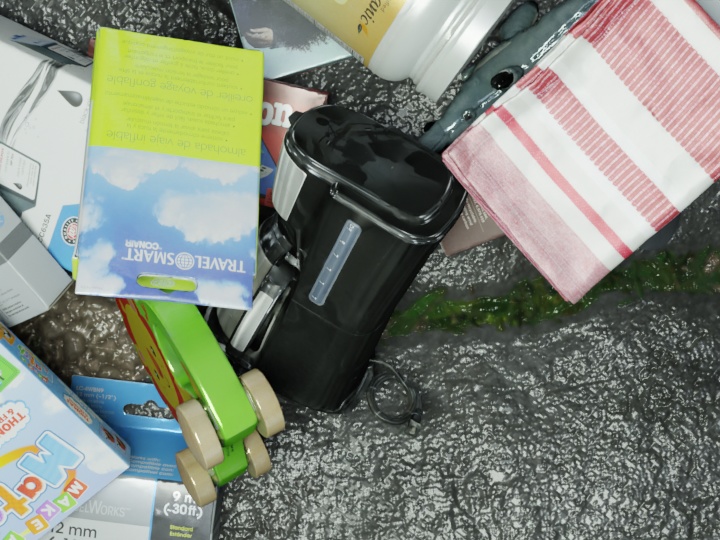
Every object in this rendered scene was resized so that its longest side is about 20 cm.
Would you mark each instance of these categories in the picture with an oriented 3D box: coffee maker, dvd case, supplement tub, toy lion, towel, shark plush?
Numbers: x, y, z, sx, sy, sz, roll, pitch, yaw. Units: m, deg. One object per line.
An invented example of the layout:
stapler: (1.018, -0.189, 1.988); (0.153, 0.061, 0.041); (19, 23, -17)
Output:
coffee maker: (0.000, 0.000, 0.802); (0.191, 0.135, 0.200); (18, 130, -15)
dvd case: (-0.014, -0.250, 0.879); (0.199, 0.022, 0.147); (-16, 92, 0)
supplement tub: (0.016, -0.236, 0.797); (0.200, 0.144, 0.145); (37, 92, -1)
toy lion: (-0.136, 0.070, 0.798); (0.068, 0.200, 0.192); (-26, 74, -19)
towel: (0.171, -0.093, 0.726); (0.200, 0.023, 0.144); (-43, 88, 17)
shark plush: (0.107, -0.157, 0.847); (0.199, 0.083, 0.091); (-27, 92, -3)

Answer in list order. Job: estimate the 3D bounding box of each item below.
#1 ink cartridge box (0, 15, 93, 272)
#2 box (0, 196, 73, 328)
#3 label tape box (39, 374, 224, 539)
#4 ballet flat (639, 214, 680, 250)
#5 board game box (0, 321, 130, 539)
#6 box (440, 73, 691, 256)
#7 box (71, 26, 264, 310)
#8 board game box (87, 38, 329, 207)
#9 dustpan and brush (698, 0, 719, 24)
ink cartridge box: (-0.258, -0.103, 0.836); (0.199, 0.086, 0.147); (25, 107, 1)
box: (-0.339, -0.034, 0.810); (0.155, 0.041, 0.200); (-20, 116, 34)
label tape box: (-0.188, 0.197, 0.877); (0.142, 0.066, 0.202); (7, 94, 0)
ballet flat: (0.232, -0.116, 0.862); (0.072, 0.073, 0.202); (-4, 93, 0)
board game box: (-0.296, 0.121, 0.794); (0.151, 0.037, 0.200); (-38, 114, 3)
box: (0.153, -0.083, 0.812); (0.199, 0.100, 0.075); (-23, 92, 28)
box: (-0.131, -0.066, 0.734); (0.121, 0.048, 0.201); (6, 67, -14)
board game box: (-0.133, -0.119, 0.876); (0.199, 0.019, 0.104); (13, 103, -1)
dustpan and brush: (0.302, -0.227, 0.771); (0.139, 0.057, 0.201); (16, 119, 31)
